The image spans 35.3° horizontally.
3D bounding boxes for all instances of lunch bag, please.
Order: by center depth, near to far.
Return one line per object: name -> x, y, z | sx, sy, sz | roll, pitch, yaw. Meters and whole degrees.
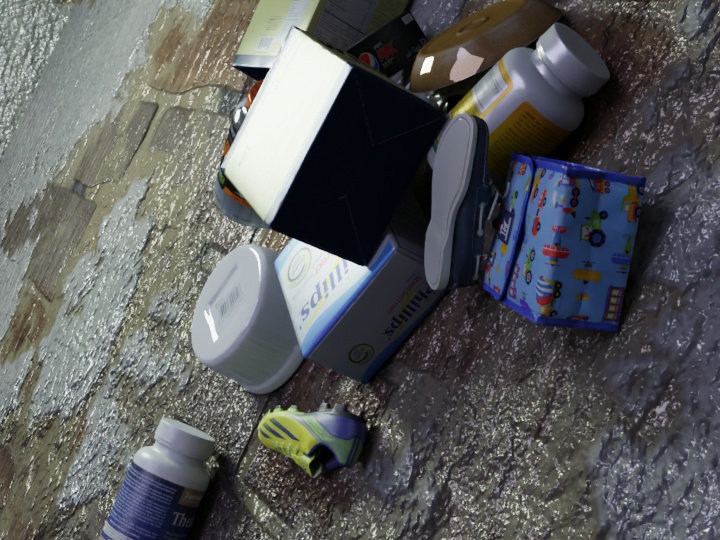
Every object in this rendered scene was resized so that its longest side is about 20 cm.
lunch bag -> 0.187, -0.036, 1.144 | 0.200, 0.094, 0.151 | -149, 67, -69

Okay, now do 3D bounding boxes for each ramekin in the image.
ramekin -> -0.148, 0.061, 1.561 | 0.200, 0.097, 0.201 | -34, 43, 39

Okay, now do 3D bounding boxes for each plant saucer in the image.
plant saucer -> 0.139, -0.275, 1.337 | 0.200, 0.036, 0.200 | -27, 18, 9

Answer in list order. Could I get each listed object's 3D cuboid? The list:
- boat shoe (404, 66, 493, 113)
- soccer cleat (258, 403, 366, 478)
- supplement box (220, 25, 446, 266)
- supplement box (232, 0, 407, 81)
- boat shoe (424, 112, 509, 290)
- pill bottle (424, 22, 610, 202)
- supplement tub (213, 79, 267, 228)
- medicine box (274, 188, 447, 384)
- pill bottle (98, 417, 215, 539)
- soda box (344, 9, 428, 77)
boat shoe -> 0.108, -0.194, 1.384 | 0.201, 0.075, 0.086 | -5, 47, 47
soccer cleat -> -0.068, 0.210, 1.373 | 0.200, 0.065, 0.084 | -15, 59, 50
supplement box -> -0.038, -0.147, 1.309 | 0.201, 0.134, 0.200 | -61, 31, 11
supplement box -> -0.059, -0.362, 1.676 | 0.200, 0.134, 0.201 | 19, 85, 57
boat shoe -> 0.114, -0.070, 1.196 | 0.075, 0.062, 0.201 | -129, 41, -60
pill bottle -> 0.173, -0.172, 1.242 | 0.200, 0.112, 0.113 | -45, 37, 29
supplement tub -> -0.135, -0.168, 1.622 | 0.200, 0.122, 0.123 | 112, 158, -43
medicine box -> 0.000, 0.000, 1.383 | 0.182, 0.103, 0.200 | -51, 33, 21
pill bottle -> -0.276, 0.312, 1.558 | 0.111, 0.111, 0.201 | 17, 83, 58
soda box -> 0.008, -0.274, 1.503 | 0.071, 0.063, 0.200 | -23, 13, 46
